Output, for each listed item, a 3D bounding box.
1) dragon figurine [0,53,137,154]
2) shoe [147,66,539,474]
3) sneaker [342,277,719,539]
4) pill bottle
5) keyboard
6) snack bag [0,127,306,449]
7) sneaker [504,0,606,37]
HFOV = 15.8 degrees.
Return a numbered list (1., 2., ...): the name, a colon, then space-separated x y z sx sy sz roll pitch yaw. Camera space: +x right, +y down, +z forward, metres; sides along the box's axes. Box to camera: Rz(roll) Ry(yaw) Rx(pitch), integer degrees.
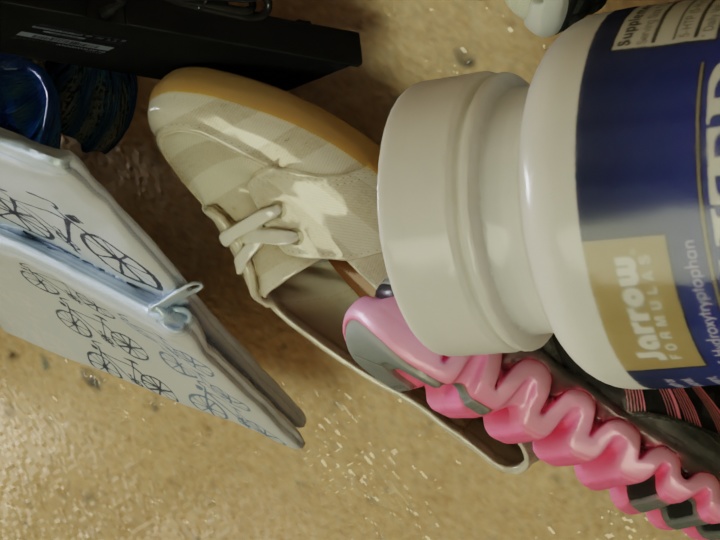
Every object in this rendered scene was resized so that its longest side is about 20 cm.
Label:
1. dragon figurine: -0.129 -0.066 1.027 0.099 0.059 0.200 26 132 21
2. shoe: 0.000 0.000 0.950 0.200 0.053 0.070 38 147 -10
3. sneaker: 0.096 0.031 0.914 0.200 0.096 0.079 29 165 -15
4. pill bottle: 0.113 -0.024 0.796 0.200 0.120 0.120 -6 118 25
5. keyboard: -0.092 -0.092 0.895 0.127 0.200 0.021 -12 73 61
6. snack bag: -0.129 -0.008 1.023 0.188 0.021 0.200 21 159 37
7. sneaker: 0.064 -0.170 0.796 0.081 0.075 0.200 26 126 31
